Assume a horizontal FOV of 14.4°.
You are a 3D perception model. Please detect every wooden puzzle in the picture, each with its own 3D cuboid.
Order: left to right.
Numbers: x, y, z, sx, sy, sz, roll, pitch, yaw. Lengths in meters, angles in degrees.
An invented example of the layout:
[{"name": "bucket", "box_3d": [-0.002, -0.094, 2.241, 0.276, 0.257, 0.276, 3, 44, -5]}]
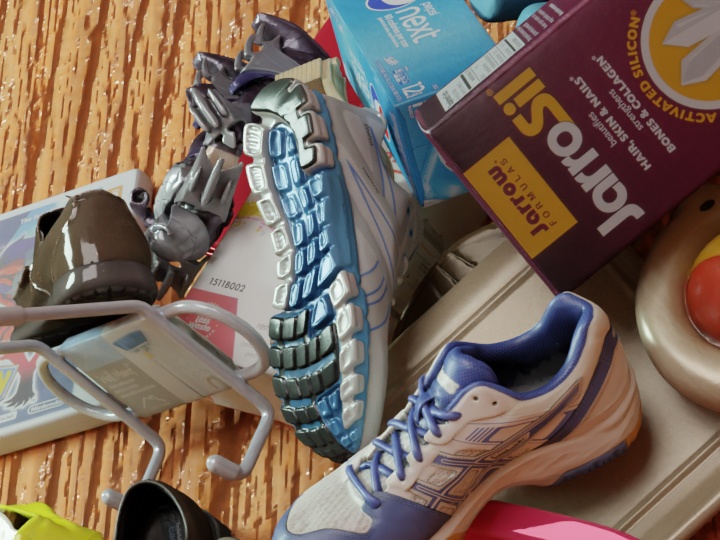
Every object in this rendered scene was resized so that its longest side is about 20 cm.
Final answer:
[{"name": "wooden puzzle", "box_3d": [0.097, 0.080, 1.434, 0.185, 0.037, 0.200, -42, 57, -1]}]

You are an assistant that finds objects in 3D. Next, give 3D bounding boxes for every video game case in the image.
[{"name": "video game case", "box_3d": [-0.223, 0.037, 1.741, 0.199, 0.023, 0.183, -18, 47, 24]}]

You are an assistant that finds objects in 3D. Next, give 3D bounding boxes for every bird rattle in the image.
[{"name": "bird rattle", "box_3d": [0.214, 0.022, 1.377, 0.162, 0.113, 0.201, 4, 68, 26]}]

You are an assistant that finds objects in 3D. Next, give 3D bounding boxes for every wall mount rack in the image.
[{"name": "wall mount rack", "box_3d": [-0.147, 0.058, 1.531, 0.200, 0.174, 0.075, -21, 37, 52]}]

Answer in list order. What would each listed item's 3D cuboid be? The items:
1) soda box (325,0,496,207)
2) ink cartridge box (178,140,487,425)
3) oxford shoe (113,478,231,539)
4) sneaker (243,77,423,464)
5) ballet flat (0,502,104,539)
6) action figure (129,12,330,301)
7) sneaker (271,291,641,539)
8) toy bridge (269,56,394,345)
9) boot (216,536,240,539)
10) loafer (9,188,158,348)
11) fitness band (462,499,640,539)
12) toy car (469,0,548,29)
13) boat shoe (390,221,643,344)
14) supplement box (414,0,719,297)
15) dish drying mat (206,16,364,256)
[{"name": "soda box", "box_3d": [0.035, -0.110, 1.561, 0.068, 0.064, 0.200, -19, 28, -4]}, {"name": "ink cartridge box", "box_3d": [-0.011, -0.013, 1.593, 0.116, 0.068, 0.200, 12, 63, 41]}, {"name": "oxford shoe", "box_3d": [-0.104, 0.195, 1.475, 0.072, 0.084, 0.201, -24, 46, 13]}, {"name": "sneaker", "box_3d": [0.000, 0.000, 1.461, 0.075, 0.086, 0.201, -21, 70, 48]}, {"name": "ballet flat", "box_3d": [-0.193, 0.150, 1.533, 0.200, 0.067, 0.067, -6, 60, 65]}, {"name": "action figure", "box_3d": [-0.088, -0.066, 1.638, 0.130, 0.069, 0.200, -48, 11, 40]}, {"name": "sneaker", "box_3d": [0.038, 0.077, 1.358, 0.199, 0.088, 0.075, -30, 40, -14]}, {"name": "toy bridge", "box_3d": [-0.015, -0.043, 1.550, 0.067, 0.027, 0.201, -19, 47, 22]}, {"name": "boot", "box_3d": [-0.095, 0.230, 1.374, 0.150, 0.073, 0.201, -9, 63, -19]}, {"name": "loafer", "box_3d": [-0.152, 0.001, 1.592, 0.200, 0.073, 0.071, 146, 121, -68]}, {"name": "fitness band", "box_3d": [0.074, 0.185, 1.354, 0.199, 0.037, 0.144, 12, 69, 26]}, {"name": "toy car", "box_3d": [0.165, -0.201, 1.477, 0.183, 0.201, 0.177, -8, 41, -14]}, {"name": "boat shoe", "box_3d": [0.101, -0.003, 1.518, 0.200, 0.063, 0.073, -42, 67, 2]}, {"name": "supplement box", "box_3d": [0.137, -0.094, 1.395, 0.200, 0.110, 0.086, -40, 8, 4]}, {"name": "dish drying mat", "box_3d": [-0.029, -0.086, 1.707, 0.077, 0.018, 0.200, 15, 65, 44]}]
